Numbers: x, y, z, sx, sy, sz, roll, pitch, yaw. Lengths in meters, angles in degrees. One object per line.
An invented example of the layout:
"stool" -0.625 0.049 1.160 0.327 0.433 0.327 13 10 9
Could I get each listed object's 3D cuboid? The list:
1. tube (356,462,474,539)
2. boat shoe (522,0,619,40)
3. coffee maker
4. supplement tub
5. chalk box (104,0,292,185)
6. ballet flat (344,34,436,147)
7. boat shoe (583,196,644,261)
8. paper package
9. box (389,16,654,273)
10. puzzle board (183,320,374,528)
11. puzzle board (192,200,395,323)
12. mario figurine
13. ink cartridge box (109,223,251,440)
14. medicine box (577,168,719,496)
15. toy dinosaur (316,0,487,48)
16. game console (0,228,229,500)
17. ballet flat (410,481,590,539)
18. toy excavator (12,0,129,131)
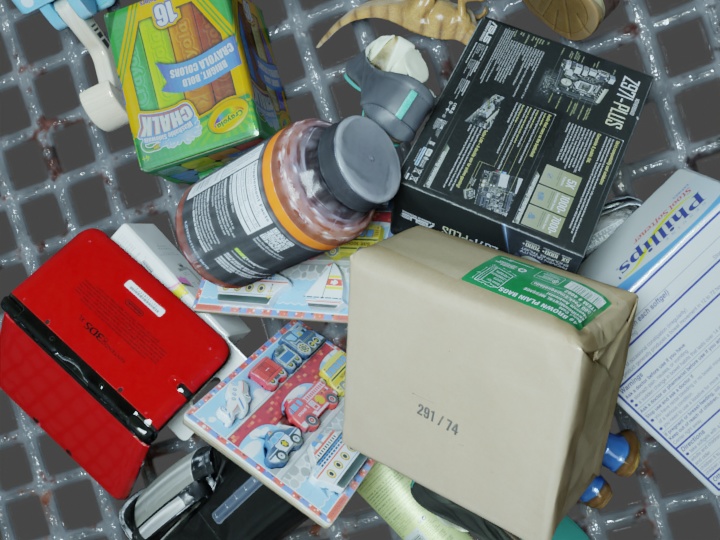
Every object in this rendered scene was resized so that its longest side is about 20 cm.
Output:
"tube" 0.028 0.210 0.846 0.058 0.052 0.200 -38 77 -29
"boat shoe" 0.158 -0.303 0.788 0.200 0.072 0.072 44 64 7
"coffee maker" -0.102 0.234 0.829 0.192 0.135 0.200 43 111 -10
"supplement tub" -0.060 -0.058 0.709 0.200 0.107 0.107 -21 88 42
"chalk box" -0.143 -0.155 0.820 0.124 0.124 0.201 -17 85 13
"ballet flat" 0.030 -0.169 0.756 0.073 0.200 0.073 -2 116 -4
"boat shoe" 0.180 -0.002 0.789 0.200 0.068 0.072 -31 86 13
"paper package" 0.090 0.081 0.667 0.199 0.103 0.191 22 124 32
"box" 0.139 -0.100 0.739 0.163 0.086 0.200 22 64 11
"puzzle board" -0.046 0.126 0.777 0.150 0.200 0.017 34 122 9
"puzzle board" -0.060 -0.026 0.803 0.199 0.017 0.151 2 63 31
"mario figurine" 0.163 0.128 0.809 0.200 0.106 0.124 38 66 -2
"ink cartridge box" -0.199 0.061 0.877 0.116 0.067 0.200 -45 81 11
"medicine box" 0.288 0.050 0.721 0.200 0.103 0.182 42 101 -12
"toy dinosaur" 0.055 -0.250 0.811 0.199 0.060 0.107 15 97 12
"game console" -0.251 0.092 0.844 0.200 0.119 0.172 39 68 11
"ballet flat" 0.130 0.233 0.804 0.200 0.068 0.068 36 133 -15
"toy excavator" -0.288 -0.268 0.871 0.100 0.200 0.195 -23 43 13
